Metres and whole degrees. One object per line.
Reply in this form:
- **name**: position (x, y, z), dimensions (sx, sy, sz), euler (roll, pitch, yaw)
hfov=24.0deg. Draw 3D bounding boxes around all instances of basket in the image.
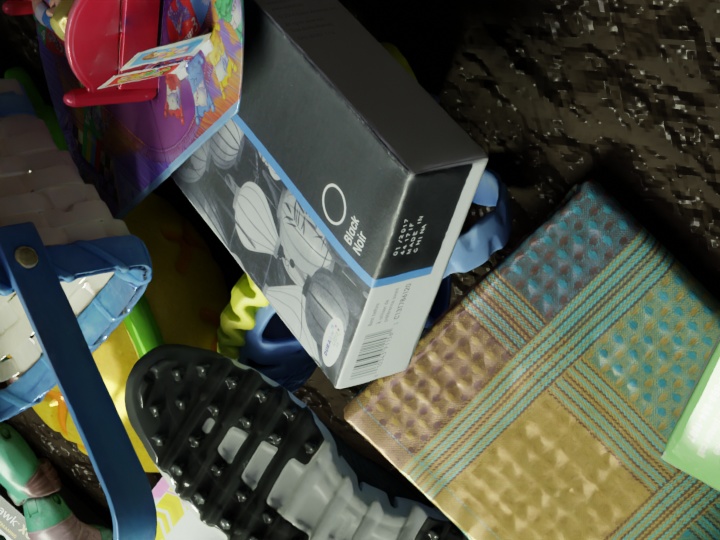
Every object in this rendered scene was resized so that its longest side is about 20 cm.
- **basket**: position (-0.151, 0.039, 0.652), dimensions (0.176, 0.138, 0.202), euler (-37, 69, 49)

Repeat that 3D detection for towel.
- **towel**: position (0.110, 0.079, 0.680), dimensions (0.200, 0.022, 0.147), euler (44, 108, -8)

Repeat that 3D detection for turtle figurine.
- **turtle figurine**: position (-0.203, 0.061, 0.883), dimensions (0.149, 0.100, 0.202), euler (-2, 108, 37)

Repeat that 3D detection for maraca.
- **maraca**: position (-0.122, 0.003, 0.785), dimensions (0.202, 0.106, 0.137), euler (66, 161, -4)

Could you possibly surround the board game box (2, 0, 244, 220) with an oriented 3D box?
- **board game box**: position (-0.107, -0.109, 0.637), dimensions (0.200, 0.039, 0.160), euler (-31, 73, 58)

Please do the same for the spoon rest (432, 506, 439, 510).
- **spoon rest**: position (0.083, 0.125, 0.773), dimensions (0.099, 0.061, 0.200), euler (38, 141, 1)

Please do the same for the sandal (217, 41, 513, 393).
- **sandal**: position (0.000, 0.000, 0.708), dimensions (0.087, 0.080, 0.200), euler (33, 143, 1)

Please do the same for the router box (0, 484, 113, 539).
- **router box**: position (-0.227, 0.200, 1.054), dimensions (0.200, 0.052, 0.157), euler (43, 115, -4)

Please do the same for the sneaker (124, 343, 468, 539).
- **sneaker**: position (-0.028, 0.099, 0.752), dimensions (0.199, 0.067, 0.090), euler (36, 170, -20)

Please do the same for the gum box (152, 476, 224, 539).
- **gum box**: position (-0.068, 0.152, 0.916), dimensions (0.113, 0.066, 0.200), euler (38, 142, -1)

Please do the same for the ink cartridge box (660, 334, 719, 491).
- **ink cartridge box**: position (0.220, 0.042, 0.551), dimensions (0.199, 0.084, 0.147), euler (29, 134, 12)

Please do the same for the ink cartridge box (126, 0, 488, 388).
- **ink cartridge box**: position (-0.036, -0.061, 0.622), dimensions (0.200, 0.039, 0.100), euler (50, 138, 34)
